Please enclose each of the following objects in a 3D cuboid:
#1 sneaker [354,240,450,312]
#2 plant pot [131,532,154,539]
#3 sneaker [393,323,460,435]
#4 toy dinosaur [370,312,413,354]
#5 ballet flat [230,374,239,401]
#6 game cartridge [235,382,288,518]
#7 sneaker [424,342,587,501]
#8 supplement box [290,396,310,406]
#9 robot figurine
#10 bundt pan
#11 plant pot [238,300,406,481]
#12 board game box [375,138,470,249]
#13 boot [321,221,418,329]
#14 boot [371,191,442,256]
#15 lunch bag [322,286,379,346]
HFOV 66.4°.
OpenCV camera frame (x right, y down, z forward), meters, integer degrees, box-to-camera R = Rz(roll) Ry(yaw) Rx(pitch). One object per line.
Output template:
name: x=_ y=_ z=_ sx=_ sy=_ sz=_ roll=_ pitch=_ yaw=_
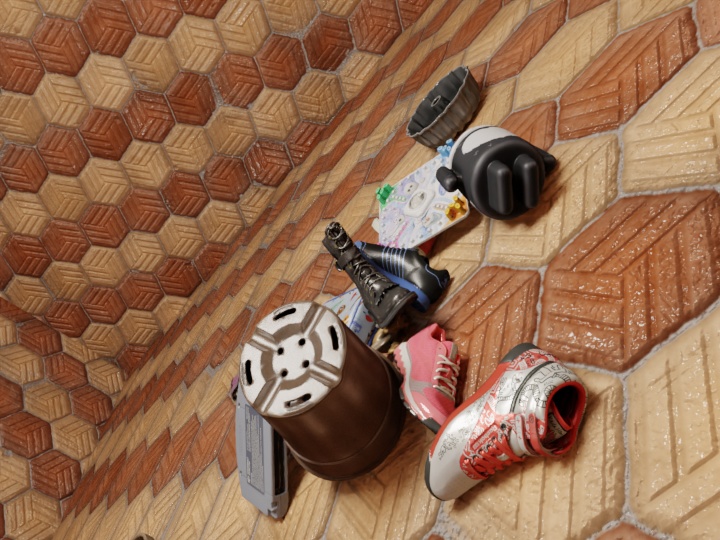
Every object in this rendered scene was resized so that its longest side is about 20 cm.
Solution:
sneaker: x=0.066 y=-0.008 z=0.944 sx=0.078 sy=0.071 sz=0.199 roll=-44 pitch=54 yaw=-13
plant pot: x=-0.443 y=0.639 z=1.084 sx=0.201 sy=0.092 sz=0.203 roll=-44 pitch=24 yaw=25
sneaker: x=0.098 y=0.135 z=0.728 sx=0.087 sy=0.073 sz=0.201 roll=-46 pitch=22 yaw=14
toy dinosaur: x=0.036 y=0.120 z=0.899 sx=0.199 sy=0.061 sz=0.106 roll=-42 pitch=7 yaw=-37
ballet flat: x=-0.254 y=0.259 z=1.313 sx=0.199 sy=0.068 sz=0.073 roll=-42 pitch=41 yaw=38
game cartridge: x=-0.170 y=0.296 z=0.935 sx=0.132 sy=0.041 sz=0.207 roll=4 pitch=95 yaw=56
sneaker: x=0.148 y=0.174 z=0.570 sx=0.203 sy=0.067 sz=0.108 roll=-52 pitch=19 yaw=-1
supplement box: x=-0.094 y=0.219 z=0.968 sx=0.199 sy=0.102 sz=0.103 roll=-31 pitch=31 yaw=48
robot figurine: x=0.210 y=-0.157 z=0.859 sx=0.127 sy=0.147 sz=0.201 roll=-60 pitch=19 yaw=18
bundt pan: x=0.197 y=-0.365 z=1.268 sx=0.201 sy=0.075 sz=0.204 roll=-43 pitch=24 yaw=24
plant pot: x=-0.055 y=0.156 z=0.741 sx=0.195 sy=0.199 sz=0.205 roll=-10 pitch=56 yaw=16
board game box: x=0.105 y=-0.130 z=1.023 sx=0.198 sy=0.026 sz=0.204 roll=-30 pitch=39 yaw=30
boot: x=0.000 y=0.000 z=0.868 sx=0.069 sy=0.176 sz=0.200 roll=-37 pitch=4 yaw=-14
boot: x=0.107 y=-0.105 z=1.082 sx=0.146 sy=0.072 sz=0.200 roll=-53 pitch=29 yaw=0
lunch bag: x=-0.030 y=0.109 z=1.040 sx=0.198 sy=0.075 sz=0.163 roll=-24 pitch=34 yaw=54
